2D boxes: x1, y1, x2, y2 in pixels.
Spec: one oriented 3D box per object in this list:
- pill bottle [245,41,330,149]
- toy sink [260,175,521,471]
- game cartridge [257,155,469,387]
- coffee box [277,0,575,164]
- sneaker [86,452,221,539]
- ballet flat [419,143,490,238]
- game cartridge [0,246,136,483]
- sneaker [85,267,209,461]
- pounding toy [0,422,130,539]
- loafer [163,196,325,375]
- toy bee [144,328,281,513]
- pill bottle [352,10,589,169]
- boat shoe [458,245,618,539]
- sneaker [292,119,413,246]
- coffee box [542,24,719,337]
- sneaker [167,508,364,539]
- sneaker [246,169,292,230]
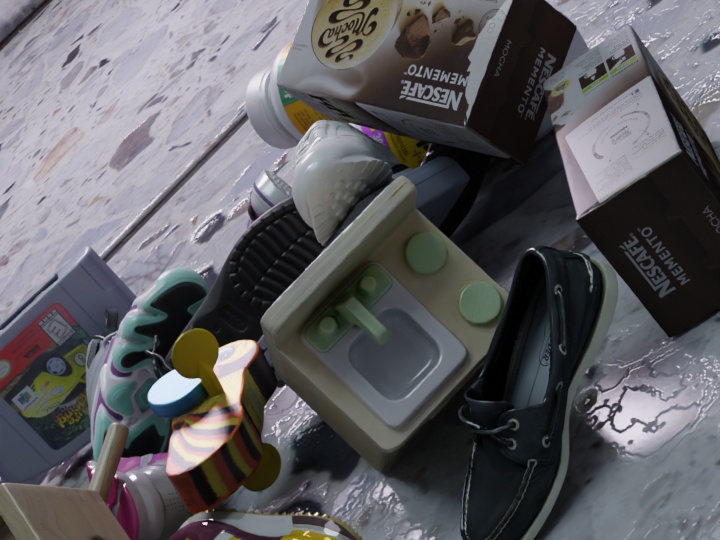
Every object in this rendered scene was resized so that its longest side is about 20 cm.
[{"bbox_3d":[-0.017,-0.184,1.600,0.199,0.113,0.113,-16,35,43],"label":"pill bottle"},{"bbox_3d":[0.023,0.043,1.077,0.130,0.112,0.200,-46,-10,-10],"label":"toy sink"},{"bbox_3d":[0.000,0.000,1.241,0.133,0.041,0.200,-25,-23,-53],"label":"game cartridge"},{"bbox_3d":[0.047,-0.161,1.232,0.199,0.080,0.114,19,85,42],"label":"coffee box"},{"bbox_3d":[-0.157,0.180,1.262,0.087,0.082,0.200,-9,1,-19],"label":"sneaker"},{"bbox_3d":[0.066,-0.083,1.311,0.057,0.066,0.201,38,109,31],"label":"ballet flat"},{"bbox_3d":[-0.275,0.093,1.481,0.200,0.133,0.041,-43,24,-4],"label":"game cartridge"},{"bbox_3d":[-0.193,0.060,1.397,0.201,0.077,0.140,-64,30,22],"label":"sneaker"},{"bbox_3d":[-0.204,0.229,1.091,0.184,0.142,0.200,-47,63,13],"label":"pounding toy"},{"bbox_3d":[-0.083,0.017,1.303,0.200,0.073,0.071,-48,0,7],"label":"loafer"},{"bbox_3d":[-0.097,0.084,1.178,0.108,0.131,0.201,-27,48,1],"label":"toy bee"},{"bbox_3d":[0.094,-0.139,1.371,0.199,0.104,0.105,-27,28,30],"label":"pill bottle"},{"bbox_3d":[0.094,0.078,0.997,0.074,0.066,0.201,20,86,53],"label":"boat shoe"},{"bbox_3d":[-0.020,-0.072,1.205,0.076,0.081,0.200,-46,-9,9],"label":"sneaker"},{"bbox_3d":[0.192,-0.064,1.095,0.080,0.113,0.201,-33,25,17],"label":"coffee box"},{"bbox_3d":[-0.081,0.213,1.090,0.199,0.075,0.090,-16,30,46],"label":"sneaker"},{"bbox_3d":[-0.077,-0.011,1.393,0.114,0.073,0.201,-49,-13,-5],"label":"sneaker"}]
